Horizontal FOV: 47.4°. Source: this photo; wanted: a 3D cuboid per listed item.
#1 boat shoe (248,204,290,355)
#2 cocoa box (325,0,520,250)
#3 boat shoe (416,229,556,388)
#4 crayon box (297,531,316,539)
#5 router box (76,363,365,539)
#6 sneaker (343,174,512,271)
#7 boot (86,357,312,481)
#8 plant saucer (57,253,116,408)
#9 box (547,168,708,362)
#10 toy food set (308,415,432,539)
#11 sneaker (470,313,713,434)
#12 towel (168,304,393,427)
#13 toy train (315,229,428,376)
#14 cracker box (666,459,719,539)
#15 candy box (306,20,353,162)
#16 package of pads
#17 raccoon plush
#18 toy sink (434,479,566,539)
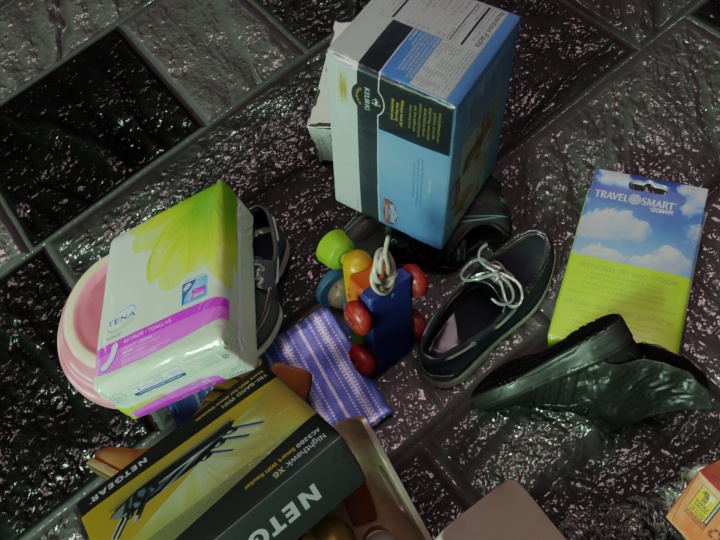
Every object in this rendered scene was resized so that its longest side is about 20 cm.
[{"bbox_3d":[-0.117,0.009,0.858,0.071,0.062,0.202,-7,40,12],"label":"boat shoe"},{"bbox_3d":[0.057,-0.146,0.779,0.130,0.201,0.134,26,60,18],"label":"cocoa box"},{"bbox_3d":[0.127,0.027,0.824,0.200,0.062,0.075,-43,60,-13],"label":"boat shoe"},{"bbox_3d":[-0.039,0.304,0.648,0.199,0.051,0.127,41,90,5],"label":"crayon box"},{"bbox_3d":[-0.116,0.178,0.658,0.199,0.053,0.157,-37,30,-17],"label":"router box"},{"bbox_3d":[0.066,-0.038,0.870,0.197,0.076,0.080,-21,60,0],"label":"sneaker"},{"bbox_3d":[-0.147,0.151,0.787,0.196,0.074,0.157,13,65,2],"label":"boot"},{"bbox_3d":[-0.247,0.049,0.904,0.197,0.051,0.204,-6,59,10],"label":"plant saucer"},{"bbox_3d":[0.267,0.001,0.816,0.120,0.048,0.202,13,64,19],"label":"box"},{"bbox_3d":[-0.047,0.237,0.701,0.198,0.060,0.145,-30,94,-7],"label":"toy food set"},{"bbox_3d":[0.205,0.113,0.750,0.198,0.060,0.105,-32,95,27],"label":"sneaker"},{"bbox_3d":[-0.085,0.138,0.832,0.198,0.024,0.146,-30,59,-6],"label":"towel"},{"bbox_3d":[0.000,0.000,0.787,0.084,0.202,0.116,-32,55,-20],"label":"toy train"},{"bbox_3d":[0.346,0.189,0.618,0.198,0.058,0.134,-10,43,-37],"label":"cracker box"},{"bbox_3d":[0.052,-0.211,0.975,0.196,0.072,0.170,5,62,15],"label":"candy box"},{"bbox_3d":[-0.179,0.029,0.800,0.153,0.068,0.202,-23,48,19],"label":"package of pads"},{"bbox_3d":[0.213,0.200,0.693,0.198,0.097,0.134,26,61,25],"label":"raccoon plush"},{"bbox_3d":[0.117,0.283,0.604,0.201,0.130,0.112,50,121,19],"label":"toy sink"}]
